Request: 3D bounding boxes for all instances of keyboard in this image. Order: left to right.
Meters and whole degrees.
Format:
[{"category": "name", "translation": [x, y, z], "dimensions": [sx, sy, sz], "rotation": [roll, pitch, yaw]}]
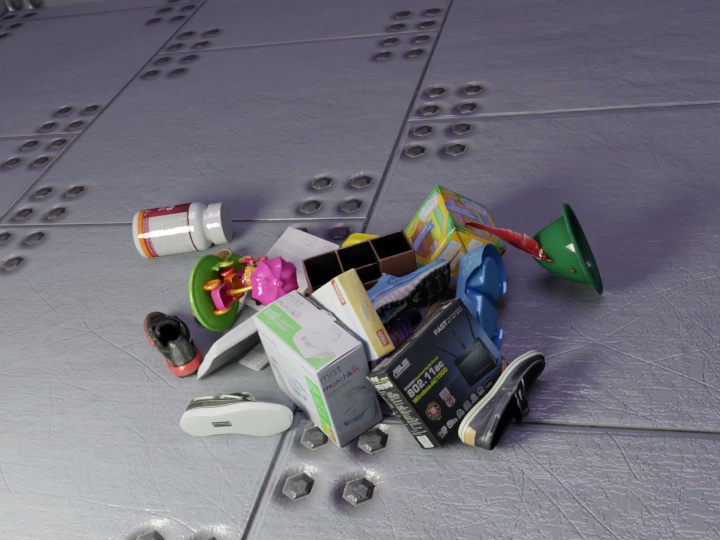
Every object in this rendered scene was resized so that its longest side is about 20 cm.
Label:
[{"category": "keyboard", "translation": [-0.144, 0.120, 1.612], "dimensions": [0.056, 0.011, 0.200], "rotation": [21, 48, 37]}]

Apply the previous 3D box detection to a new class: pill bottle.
[{"category": "pill bottle", "translation": [-0.392, -0.093, 1.884], "dimensions": [0.200, 0.110, 0.110], "rotation": [-8, 37, 7]}]

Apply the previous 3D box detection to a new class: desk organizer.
[{"category": "desk organizer", "translation": [0.000, 0.000, 1.533], "dimensions": [0.200, 0.077, 0.072], "rotation": [-17, 42, -7]}]

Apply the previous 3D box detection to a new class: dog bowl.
[{"category": "dog bowl", "translation": [0.209, 0.050, 1.489], "dimensions": [0.050, 0.111, 0.200], "rotation": [-9, 57, 31]}]

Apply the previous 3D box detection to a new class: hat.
[{"category": "hat", "translation": [0.323, -0.021, 1.552], "dimensions": [0.176, 0.200, 0.166], "rotation": [-23, -11, 21]}]

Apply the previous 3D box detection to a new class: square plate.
[{"category": "square plate", "translation": [-0.203, 0.114, 1.515], "dimensions": [0.200, 0.198, 0.028], "rotation": [-35, 86, -26]}]

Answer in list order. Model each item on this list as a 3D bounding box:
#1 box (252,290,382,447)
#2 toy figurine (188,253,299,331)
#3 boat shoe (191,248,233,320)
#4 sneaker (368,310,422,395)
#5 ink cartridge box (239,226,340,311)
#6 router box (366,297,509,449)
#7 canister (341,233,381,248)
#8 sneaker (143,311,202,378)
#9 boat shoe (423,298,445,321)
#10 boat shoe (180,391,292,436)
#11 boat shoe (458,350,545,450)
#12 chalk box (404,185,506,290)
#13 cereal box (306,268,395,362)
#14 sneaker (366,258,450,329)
[{"category": "box", "translation": [-0.069, 0.158, 1.401], "dimensions": [0.097, 0.177, 0.200], "rotation": [-32, 41, -21]}, {"category": "toy figurine", "translation": [-0.195, 0.021, 1.621], "dimensions": [0.184, 0.150, 0.200], "rotation": [-9, 21, 27]}, {"category": "boat shoe", "translation": [-0.300, 0.016, 1.743], "dimensions": [0.076, 0.074, 0.200], "rotation": [-5, 38, 11]}, {"category": "sneaker", "translation": [0.061, 0.134, 1.481], "dimensions": [0.083, 0.081, 0.200], "rotation": [19, 52, 5]}, {"category": "ink cartridge box", "translation": [-0.145, 0.013, 1.736], "dimensions": [0.161, 0.050, 0.200], "rotation": [22, 69, 41]}, {"category": "router box", "translation": [0.128, 0.161, 1.352], "dimensions": [0.200, 0.150, 0.062], "rotation": [-41, 7, -30]}, {"category": "canister", "translation": [0.003, 0.026, 1.626], "dimensions": [0.148, 0.087, 0.200], "rotation": [9, 44, 23]}, {"category": "sneaker", "translation": [-0.366, 0.118, 1.613], "dimensions": [0.071, 0.098, 0.200], "rotation": [-30, 39, -18]}, {"category": "boat shoe", "translation": [0.136, 0.134, 1.465], "dimensions": [0.064, 0.071, 0.200], "rotation": [6, 49, 14]}, {"category": "boat shoe", "translation": [-0.206, 0.235, 1.433], "dimensions": [0.200, 0.071, 0.064], "rotation": [-4, 39, 16]}, {"category": "boat shoe", "translation": [0.236, 0.206, 1.334], "dimensions": [0.062, 0.075, 0.200], "rotation": [27, 58, 35]}, {"category": "chalk box", "translation": [0.173, -0.071, 1.630], "dimensions": [0.124, 0.124, 0.200], "rotation": [20, 29, -24]}, {"category": "cereal box", "translation": [-0.023, 0.086, 1.398], "dimensions": [0.040, 0.144, 0.200], "rotation": [-27, -2, -24]}, {"category": "sneaker", "translation": [0.071, 0.025, 1.480], "dimensions": [0.200, 0.078, 0.090], "rotation": [-27, 46, -22]}]
